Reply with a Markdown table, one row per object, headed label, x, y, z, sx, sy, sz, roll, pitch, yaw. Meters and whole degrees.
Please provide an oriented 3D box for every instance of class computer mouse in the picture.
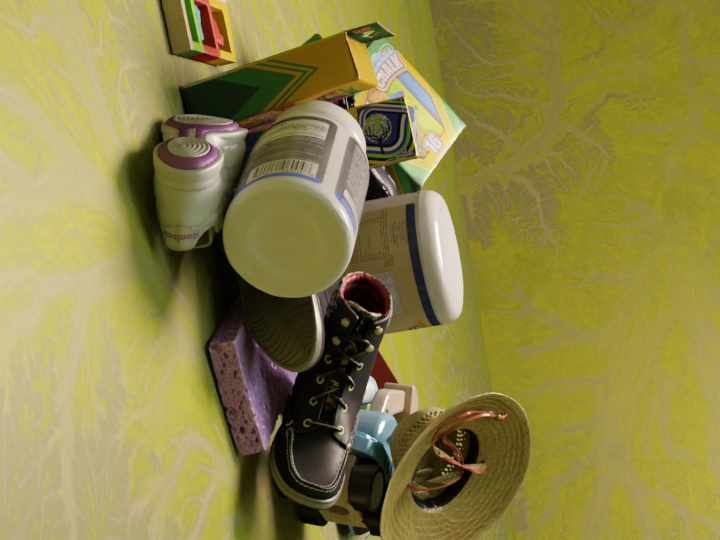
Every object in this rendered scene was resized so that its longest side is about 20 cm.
| label | x | y | z | sx | sy | sz | roll | pitch | yaw |
| --- | --- | --- | --- | --- | --- | --- | --- | --- | --- |
| computer mouse | 0.009 | -0.136 | 1.579 | 0.059 | 0.034 | 0.201 | -82 | 158 | -59 |

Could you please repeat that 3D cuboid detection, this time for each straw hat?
| label | x | y | z | sx | sy | sz | roll | pitch | yaw |
| --- | --- | --- | --- | --- | --- | --- | --- | --- | --- |
| straw hat | 0.073 | 0.185 | 1.439 | 0.085 | 0.201 | 0.201 | 39 | -21 | 42 |

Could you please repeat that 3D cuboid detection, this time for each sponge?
| label | x | y | z | sx | sy | sz | roll | pitch | yaw |
| --- | --- | --- | --- | --- | --- | --- | --- | --- | --- |
| sponge | -0.100 | 0.086 | 1.398 | 0.200 | 0.030 | 0.112 | -70 | 147 | -71 |

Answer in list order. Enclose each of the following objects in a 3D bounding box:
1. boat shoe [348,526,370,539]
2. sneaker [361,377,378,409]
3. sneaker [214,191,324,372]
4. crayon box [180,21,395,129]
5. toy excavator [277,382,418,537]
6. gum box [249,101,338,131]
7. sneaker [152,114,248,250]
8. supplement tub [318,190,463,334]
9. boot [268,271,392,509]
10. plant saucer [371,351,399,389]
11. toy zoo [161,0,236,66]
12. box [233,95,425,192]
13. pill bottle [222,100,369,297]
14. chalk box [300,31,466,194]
| label | x | y | z | sx | sy | sz | roll | pitch | yaw |
| --- | --- | --- | --- | --- | --- | --- | --- | --- | --- |
| boat shoe | 0.020 | 0.258 | 1.745 | 0.200 | 0.068 | 0.085 | -60 | 138 | -75 |
| sneaker | -0.026 | 0.130 | 1.603 | 0.200 | 0.082 | 0.074 | -13 | 91 | -80 |
| sneaker | -0.063 | 0.017 | 1.379 | 0.106 | 0.075 | 0.200 | 31 | 29 | -54 |
| crayon box | -0.061 | -0.185 | 1.420 | 0.127 | 0.199 | 0.051 | -23 | 95 | -79 |
| toy excavator | 0.009 | 0.179 | 1.521 | 0.195 | 0.099 | 0.201 | 64 | 37 | -55 |
| gum box | -0.067 | -0.136 | 1.582 | 0.066 | 0.113 | 0.200 | -88 | 163 | -52 |
| sneaker | -0.146 | -0.079 | 1.273 | 0.200 | 0.075 | 0.100 | -72 | 168 | -70 |
| supplement tub | 0.000 | 0.000 | 1.550 | 0.144 | 0.199 | 0.145 | -10 | 90 | -78 |
| boot | -0.025 | 0.107 | 1.351 | 0.204 | 0.073 | 0.154 | -83 | -167 | -60 |
| plant saucer | 0.026 | 0.151 | 1.834 | 0.200 | 0.037 | 0.200 | 58 | -5 | 41 |
| toy zoo | -0.164 | -0.276 | 1.468 | 0.200 | 0.020 | 0.132 | -18 | 97 | -79 |
| box | -0.040 | -0.124 | 1.472 | 0.070 | 0.199 | 0.065 | -27 | 105 | -80 |
| pill bottle | -0.052 | -0.071 | 1.304 | 0.200 | 0.113 | 0.114 | -77 | 154 | -60 |
| chalk box | -0.004 | -0.180 | 1.677 | 0.200 | 0.125 | 0.124 | 45 | 54 | -12 |
